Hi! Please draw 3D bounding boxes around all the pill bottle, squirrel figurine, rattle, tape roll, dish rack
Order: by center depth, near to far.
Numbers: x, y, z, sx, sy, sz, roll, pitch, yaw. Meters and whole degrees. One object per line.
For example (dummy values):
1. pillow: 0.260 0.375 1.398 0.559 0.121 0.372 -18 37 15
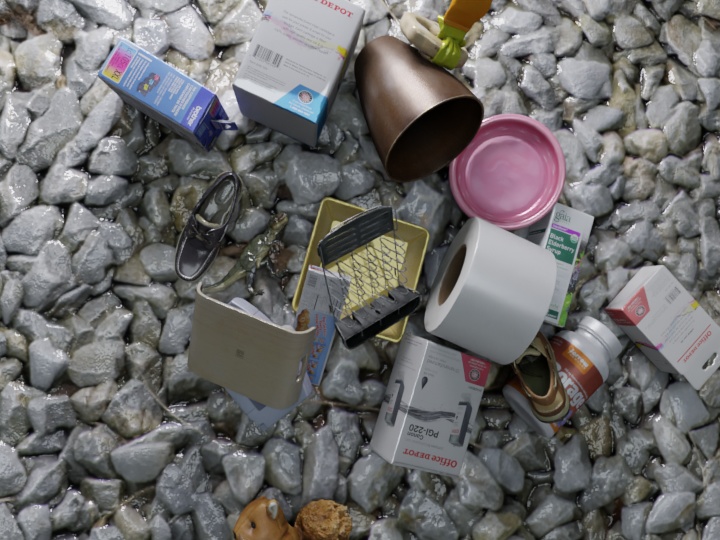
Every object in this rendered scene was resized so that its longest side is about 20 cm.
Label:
1. dish rack: 0.013 0.006 0.883 0.152 0.054 0.202 -29 132 -23
2. rattle: 0.137 -0.420 0.932 0.128 0.201 0.145 16 124 2
3. squirrel figurine: -0.108 0.447 0.933 0.197 0.142 0.189 -23 79 -21
4. tape roll: 0.207 0.033 0.940 0.137 0.203 0.206 24 85 -4
5. pill bottle: 0.350 0.178 0.994 0.200 0.112 0.112 -43 92 -7

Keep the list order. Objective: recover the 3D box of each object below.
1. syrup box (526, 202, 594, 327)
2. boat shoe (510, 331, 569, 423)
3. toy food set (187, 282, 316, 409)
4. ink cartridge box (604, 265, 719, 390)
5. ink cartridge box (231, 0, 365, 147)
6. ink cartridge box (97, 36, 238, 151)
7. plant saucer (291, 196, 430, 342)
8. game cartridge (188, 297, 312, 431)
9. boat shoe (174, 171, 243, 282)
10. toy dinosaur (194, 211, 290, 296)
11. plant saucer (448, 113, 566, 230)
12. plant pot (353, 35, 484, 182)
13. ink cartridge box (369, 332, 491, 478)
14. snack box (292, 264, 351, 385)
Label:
1. syrup box: 0.333 -0.010 1.017 0.077 0.081 0.203 18 86 -7
2. boat shoe: 0.279 0.145 0.932 0.075 0.202 0.074 -28 128 11
3. toy food set: -0.176 0.116 0.902 0.197 0.060 0.146 21 116 8
4. ink cartridge box: 0.559 0.104 1.045 0.116 0.067 0.200 -43 91 -7
5. ink cartridge box: -0.099 -0.340 0.950 0.145 0.146 0.203 23 85 -4
6. ink cartridge box: -0.295 -0.268 0.928 0.198 0.136 0.077 32 87 -4
7. plant saucer: 0.000 0.000 0.994 0.197 0.048 0.204 17 85 -6
8. game cartridge: -0.175 0.151 0.949 0.133 0.042 0.201 -38 92 12
9. boat shoe: -0.255 -0.076 0.958 0.071 0.065 0.202 28 85 -6
10. toy dinosaur: -0.177 -0.006 0.975 0.088 0.048 0.200 43 84 12
11. plant saucer: 0.255 -0.168 1.011 0.197 0.051 0.205 -1 84 12
12. plant pot: 0.075 -0.286 0.961 0.185 0.188 0.202 -27 68 -7
13. ink cartridge box: 0.116 0.224 0.959 0.144 0.085 0.203 20 86 -26
14. snack box: -0.075 0.094 0.949 0.071 0.024 0.203 15 111 -5
